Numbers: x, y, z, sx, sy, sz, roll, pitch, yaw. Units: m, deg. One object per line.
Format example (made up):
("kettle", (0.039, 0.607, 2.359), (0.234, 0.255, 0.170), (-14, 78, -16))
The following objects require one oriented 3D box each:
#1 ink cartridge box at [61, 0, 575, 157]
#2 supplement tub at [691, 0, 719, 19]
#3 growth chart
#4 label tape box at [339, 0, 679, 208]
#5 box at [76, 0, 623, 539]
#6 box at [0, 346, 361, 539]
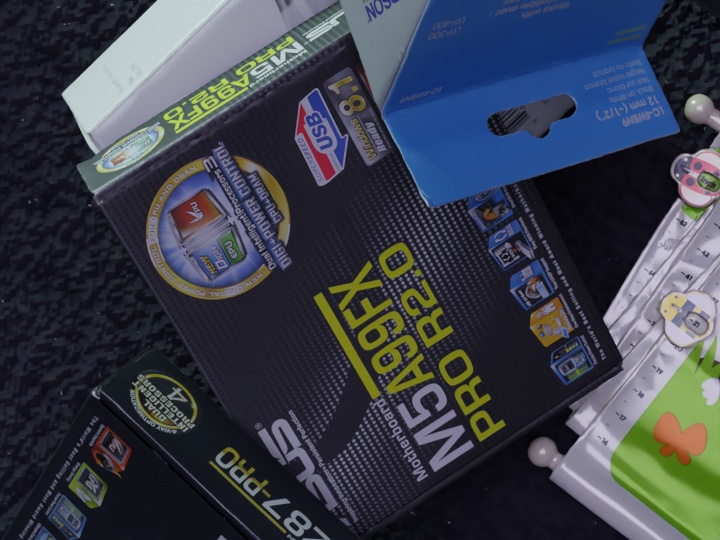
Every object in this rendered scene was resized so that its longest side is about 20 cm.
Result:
("ink cartridge box", (-0.008, -0.087, 0.943), (0.200, 0.086, 0.147), (-43, 115, 1))
("supplement tub", (0.212, -0.202, 0.953), (0.106, 0.107, 0.201), (30, 88, 9))
("growth chart", (0.169, 0.041, 0.974), (0.144, 0.018, 0.201), (27, 88, 8))
("label tape box", (0.056, -0.141, 0.839), (0.143, 0.066, 0.201), (-17, 82, -34))
("box", (0.000, 0.000, 0.904), (0.160, 0.044, 0.201), (-32, 115, -6))
("box", (-0.082, 0.154, 0.919), (0.161, 0.049, 0.200), (42, 127, 7))
